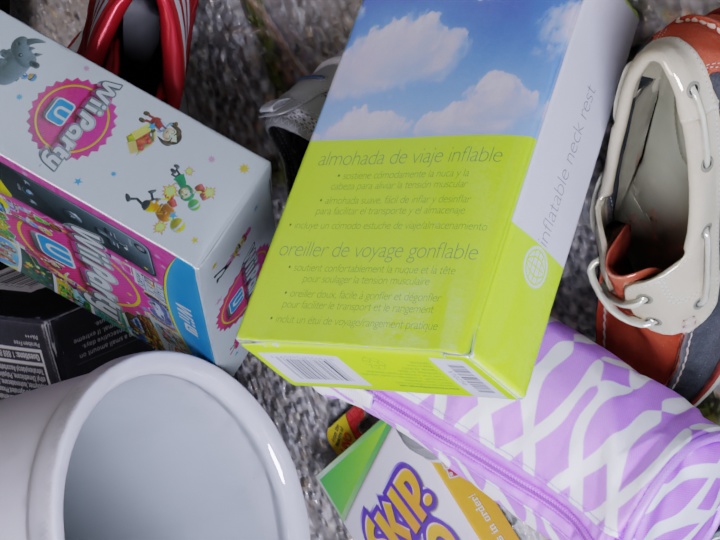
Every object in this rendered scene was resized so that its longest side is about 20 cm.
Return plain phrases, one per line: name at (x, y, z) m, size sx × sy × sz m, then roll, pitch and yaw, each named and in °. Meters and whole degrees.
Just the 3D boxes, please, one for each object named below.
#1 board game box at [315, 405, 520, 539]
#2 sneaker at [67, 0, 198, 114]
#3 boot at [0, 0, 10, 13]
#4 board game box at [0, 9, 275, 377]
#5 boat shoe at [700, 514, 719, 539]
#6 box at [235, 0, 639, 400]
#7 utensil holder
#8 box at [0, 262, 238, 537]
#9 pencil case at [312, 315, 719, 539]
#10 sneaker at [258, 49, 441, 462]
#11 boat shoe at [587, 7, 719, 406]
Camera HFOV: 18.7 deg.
board game box at (0.047, 0.151, 1.099) m, size 0.200 × 0.030 × 0.096 m, roll 60°, pitch 142°, yaw 12°
sneaker at (-0.125, -0.077, 1.094) m, size 0.078 × 0.116 × 0.200 m, roll 9°, pitch 127°, yaw 0°
boot at (-0.185, -0.171, 1.146) m, size 0.200 × 0.066 × 0.165 m, roll 16°, pitch 120°, yaw 54°
board game box at (-0.136, -0.042, 1.025) m, size 0.200 × 0.064 × 0.148 m, roll 28°, pitch 159°, yaw 13°
boat shoe at (0.150, 0.169, 0.973) m, size 0.200 × 0.073 × 0.062 m, roll 102°, pitch 172°, yaw -46°
box at (0.036, -0.048, 0.898) m, size 0.122 × 0.200 × 0.048 m, roll 2°, pitch 153°, yaw 39°
utensil holder at (-0.153, 0.138, 1.045) m, size 0.200 × 0.170 × 0.170 m, roll -15°, pitch 98°, yaw 37°
box at (-0.166, 0.094, 1.239) m, size 0.200 × 0.123 × 0.199 m, roll 5°, pitch 112°, yaw 47°
pencil case at (0.061, 0.058, 0.915) m, size 0.200 × 0.085 × 0.084 m, roll 29°, pitch 126°, yaw 34°
sneaker at (0.000, 0.000, 1.026) m, size 0.075 × 0.082 × 0.200 m, roll -10°, pitch 101°, yaw 52°
boat shoe at (0.123, -0.015, 0.890) m, size 0.071 × 0.063 × 0.200 m, roll 36°, pitch 135°, yaw 30°
